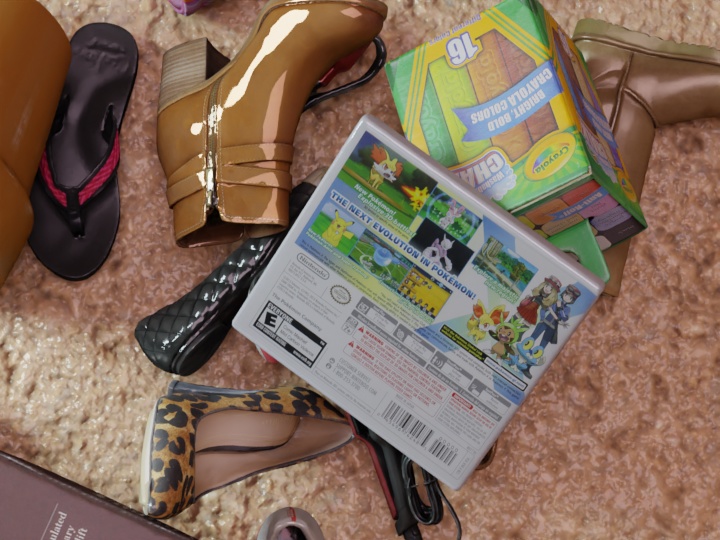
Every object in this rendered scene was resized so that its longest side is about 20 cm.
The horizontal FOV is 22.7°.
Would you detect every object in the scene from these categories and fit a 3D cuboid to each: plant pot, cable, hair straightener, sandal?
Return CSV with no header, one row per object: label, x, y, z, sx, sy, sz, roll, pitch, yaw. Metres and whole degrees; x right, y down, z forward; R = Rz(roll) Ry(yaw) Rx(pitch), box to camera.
plant pot,-0.302,-0.111,1.281,0.199,0.200,0.184,25,64,1
cable,-0.051,-0.132,1.371,0.097,0.050,0.201,31,91,4
hair straightener,0.028,0.133,1.289,0.041,0.077,0.202,-19,99,-33
sandal,-0.211,-0.093,1.345,0.074,0.045,0.202,9,80,-2

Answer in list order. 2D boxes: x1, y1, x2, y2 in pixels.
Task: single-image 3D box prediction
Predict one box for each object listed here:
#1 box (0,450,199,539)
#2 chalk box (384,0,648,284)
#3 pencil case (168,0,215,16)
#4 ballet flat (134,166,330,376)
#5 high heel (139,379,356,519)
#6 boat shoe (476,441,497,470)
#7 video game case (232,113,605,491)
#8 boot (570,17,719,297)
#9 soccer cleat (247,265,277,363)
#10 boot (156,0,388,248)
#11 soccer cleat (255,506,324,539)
box,-0.208,0.233,1.232,0.199,0.164,0.167,24,81,1
chalk box,0.116,-0.070,1.277,0.124,0.124,0.201,-26,62,18
pencil case,-0.070,-0.271,1.365,0.199,0.087,0.088,-29,83,-8
ballet flat,-0.088,-0.007,1.330,0.057,0.067,0.200,39,78,21
high heel,-0.077,0.127,1.247,0.141,0.200,0.072,8,109,1
boat shoe,0.065,0.051,1.292,0.075,0.074,0.202,-19,105,-26
video game case,0.037,0.024,1.229,0.199,0.022,0.183,36,110,5
boot,0.211,-0.074,1.361,0.174,0.066,0.202,15,79,12
soccer cleat,0.000,0.000,1.341,0.199,0.073,0.068,-31,62,-25
boot,-0.063,-0.108,1.288,0.199,0.077,0.157,-14,67,22
soccer cleat,-0.043,0.269,1.276,0.068,0.085,0.202,-4,81,-4
